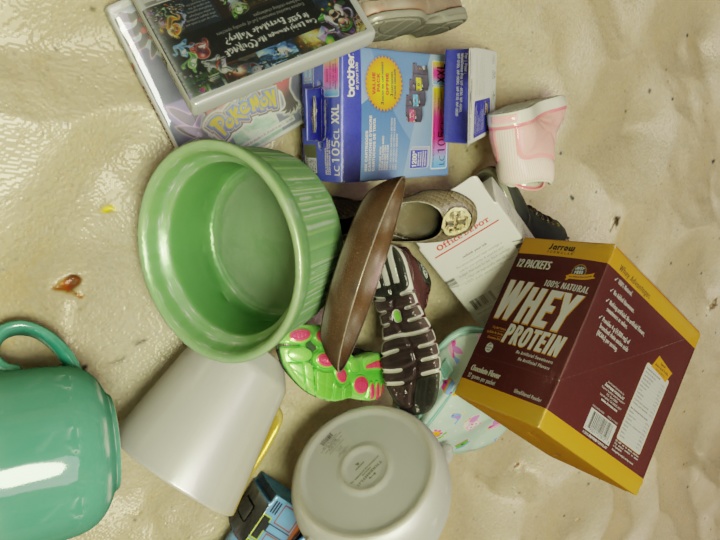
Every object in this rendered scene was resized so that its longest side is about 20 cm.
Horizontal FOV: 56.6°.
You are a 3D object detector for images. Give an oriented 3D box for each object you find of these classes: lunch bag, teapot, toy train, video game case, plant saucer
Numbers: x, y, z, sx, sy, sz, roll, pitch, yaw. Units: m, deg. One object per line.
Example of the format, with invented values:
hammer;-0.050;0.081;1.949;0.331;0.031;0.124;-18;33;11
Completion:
lunch bag;0.141;0.156;0.874;0.157;0.078;0.202;7;130;-29
teapot;0.017;0.270;0.768;0.194;0.200;0.149;-10;129;6
toy train;-0.126;0.352;0.803;0.114;0.086;0.202;39;82;-23
video game case;-0.110;-0.260;0.631;0.197;0.023;0.185;-27;81;-21
plant saucer;0.000;0.000;0.668;0.031;0.200;0.205;17;94;6
video game case;-0.129;-0.218;0.689;0.198;0.023;0.185;-34;117;-20

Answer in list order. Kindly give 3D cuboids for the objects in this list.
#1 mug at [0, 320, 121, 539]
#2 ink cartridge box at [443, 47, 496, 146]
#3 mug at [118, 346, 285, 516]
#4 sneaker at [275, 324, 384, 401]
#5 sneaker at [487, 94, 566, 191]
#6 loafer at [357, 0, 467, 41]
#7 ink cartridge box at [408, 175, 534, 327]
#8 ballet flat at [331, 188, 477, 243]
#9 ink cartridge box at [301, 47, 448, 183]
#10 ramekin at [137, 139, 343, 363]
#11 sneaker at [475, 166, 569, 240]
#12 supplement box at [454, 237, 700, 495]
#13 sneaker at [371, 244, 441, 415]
mug;-0.283;0.151;0.610;0.112;0.151;0.191;-4;105;-29
ink cartridge box;0.126;-0.203;0.772;0.200;0.038;0.102;-40;131;-67
mug;-0.156;0.150;0.720;0.147;0.187;0.155;32;75;0
sneaker;-0.041;0.111;0.767;0.199;0.082;0.079;36;61;-55
sneaker;0.216;-0.161;0.851;0.199;0.074;0.108;-33;114;-54
loafer;0.049;-0.295;0.738;0.198;0.071;0.064;-25;100;-49
ink cartridge box;0.152;-0.031;0.842;0.114;0.067;0.201;-30;115;25
ballet flat;0.038;-0.057;0.765;0.194;0.047;0.069;1;120;-1
ink cartridge box;0.008;-0.170;0.733;0.196;0.075;0.141;-10;106;-38
ramekin;-0.111;-0.023;0.646;0.097;0.195;0.206;-21;116;-58
sneaker;0.220;-0.071;0.922;0.106;0.074;0.203;-42;122;-28
supplement box;0.248;0.103;0.760;0.196;0.132;0.203;34;78;-29
sneaker;0.069;0.063;0.822;0.115;0.074;0.206;-20;100;-65
